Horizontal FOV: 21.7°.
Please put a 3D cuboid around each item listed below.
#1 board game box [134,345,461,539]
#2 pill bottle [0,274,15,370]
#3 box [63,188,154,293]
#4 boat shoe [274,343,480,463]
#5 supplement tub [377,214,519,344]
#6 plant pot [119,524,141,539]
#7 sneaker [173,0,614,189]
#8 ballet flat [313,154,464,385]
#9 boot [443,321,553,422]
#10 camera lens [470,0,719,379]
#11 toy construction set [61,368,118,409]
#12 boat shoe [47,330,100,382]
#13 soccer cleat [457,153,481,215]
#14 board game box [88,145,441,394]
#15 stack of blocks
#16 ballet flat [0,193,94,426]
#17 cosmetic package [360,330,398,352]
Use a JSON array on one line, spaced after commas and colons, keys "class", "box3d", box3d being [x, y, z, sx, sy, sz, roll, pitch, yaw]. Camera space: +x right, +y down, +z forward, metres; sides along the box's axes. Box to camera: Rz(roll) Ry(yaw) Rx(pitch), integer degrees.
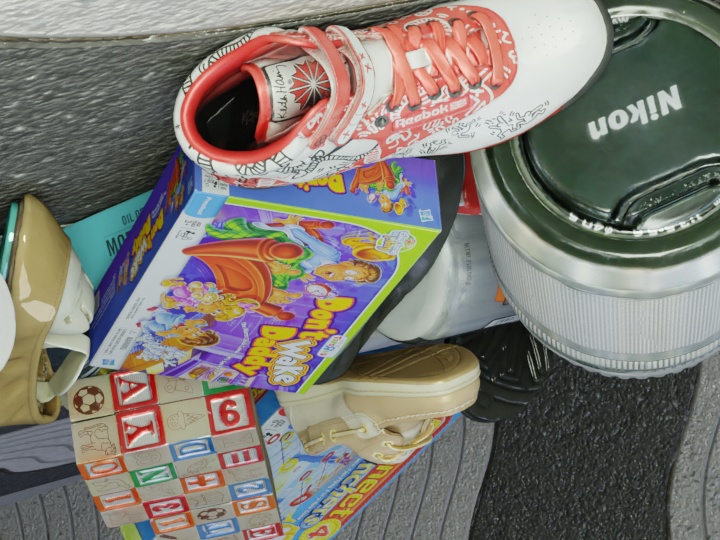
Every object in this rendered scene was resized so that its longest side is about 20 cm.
[{"class": "board game box", "box3d": [-0.049, 0.136, 1.443, 0.196, 0.056, 0.200, 10, 131, -48]}, {"class": "pill bottle", "box3d": [-0.275, 0.048, 0.985, 0.200, 0.112, 0.112, -22, 172, 39]}, {"class": "box", "box3d": [-0.115, -0.017, 1.119, 0.200, 0.049, 0.082, -21, 173, 29]}, {"class": "boat shoe", "box3d": [0.017, 0.092, 1.226, 0.074, 0.069, 0.200, -20, -174, -31]}, {"class": "supplement tub", "box3d": [0.096, -0.026, 1.268, 0.200, 0.123, 0.122, -13, 172, -36]}, {"class": "plant pot", "box3d": [-0.132, 0.125, 1.635, 0.181, 0.199, 0.200, -23, 171, 2]}, {"class": "sneaker", "box3d": [0.015, -0.083, 0.835, 0.201, 0.067, 0.108, -15, 176, 8]}, {"class": "ballet flat", "box3d": [0.000, 0.000, 1.146, 0.068, 0.068, 0.200, -27, 150, -56]}, {"class": "boot", "box3d": [0.090, 0.030, 1.446, 0.079, 0.211, 0.158, 23, 156, -16]}, {"class": "camera lens", "box3d": [0.141, -0.040, 0.967, 0.160, 0.160, 0.200, -17, 159, 2]}, {"class": "toy construction set", "box3d": [-0.161, 0.037, 1.337, 0.200, 0.092, 0.131, -20, 153, -50]}, {"class": "boat shoe", "box3d": [-0.236, 0.043, 1.146, 0.200, 0.071, 0.091, -1, 165, -31]}, {"class": "soccer cleat", "box3d": [0.131, -0.083, 1.137, 0.200, 0.069, 0.085, -26, 164, 28]}, {"class": "board game box", "box3d": [-0.058, -0.002, 1.026, 0.134, 0.045, 0.200, 9, 148, -20]}, {"class": "stack of blocks", "box3d": [-0.120, 0.130, 1.259, 0.115, 0.059, 0.200, -12, 152, -2]}, {"class": "ballet flat", "box3d": [-0.178, 0.025, 1.046, 0.063, 0.069, 0.200, 11, 146, -13]}, {"class": "cosmetic package", "box3d": [-0.028, 0.008, 1.305, 0.200, 0.108, 0.085, -12, 172, -44]}]
